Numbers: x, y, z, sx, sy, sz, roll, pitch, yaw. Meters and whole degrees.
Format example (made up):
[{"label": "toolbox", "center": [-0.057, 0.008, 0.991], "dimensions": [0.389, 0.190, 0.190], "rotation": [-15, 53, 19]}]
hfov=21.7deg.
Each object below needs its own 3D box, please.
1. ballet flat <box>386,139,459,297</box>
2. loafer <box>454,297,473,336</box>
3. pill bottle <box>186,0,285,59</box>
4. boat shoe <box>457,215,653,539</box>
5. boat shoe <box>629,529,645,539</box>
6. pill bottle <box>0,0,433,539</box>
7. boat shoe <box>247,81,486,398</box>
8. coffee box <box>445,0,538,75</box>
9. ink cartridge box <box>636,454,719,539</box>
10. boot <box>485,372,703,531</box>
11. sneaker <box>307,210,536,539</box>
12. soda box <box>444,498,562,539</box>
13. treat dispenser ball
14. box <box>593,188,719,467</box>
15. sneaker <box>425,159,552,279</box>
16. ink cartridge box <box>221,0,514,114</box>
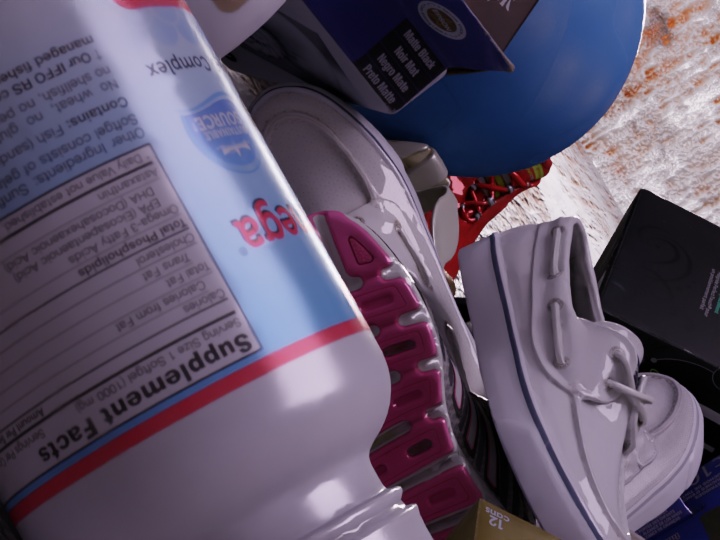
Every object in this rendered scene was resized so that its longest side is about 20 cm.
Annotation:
[{"label": "ballet flat", "center": [0.017, -0.030, 1.015], "dimensions": [0.068, 0.072, 0.200], "rotation": [54, 13, -29]}, {"label": "loafer", "center": [0.069, 0.042, 1.057], "dimensions": [0.070, 0.068, 0.201], "rotation": [44, 8, -2]}, {"label": "pill bottle", "center": [-0.116, -0.174, 0.726], "dimensions": [0.200, 0.116, 0.116], "rotation": [53, 13, -26]}, {"label": "boat shoe", "center": [0.091, 0.046, 0.804], "dimensions": [0.074, 0.065, 0.200], "rotation": [54, 16, -43]}, {"label": "boat shoe", "center": [0.114, 0.210, 0.795], "dimensions": [0.093, 0.074, 0.200], "rotation": [92, -9, -45]}, {"label": "pill bottle", "center": [-0.061, 0.013, 0.506], "dimensions": [0.200, 0.109, 0.109], "rotation": [60, 12, 5]}, {"label": "boat shoe", "center": [0.000, 0.000, 0.896], "dimensions": [0.200, 0.071, 0.070], "rotation": [65, 12, 2]}, {"label": "coffee box", "center": [0.008, -0.202, 0.911], "dimensions": [0.200, 0.114, 0.080], "rotation": [40, -15, -23]}, {"label": "ink cartridge box", "center": [0.188, 0.191, 1.011], "dimensions": [0.200, 0.136, 0.076], "rotation": [53, 9, -25]}, {"label": "boot", "center": [0.115, 0.078, 0.924], "dimensions": [0.200, 0.073, 0.096], "rotation": [-40, 134, -49]}, {"label": "sneaker", "center": [0.020, 0.065, 0.801], "dimensions": [0.200, 0.074, 0.087], "rotation": [62, 12, -7]}, {"label": "soda box", "center": [0.109, 0.167, 0.689], "dimensions": [0.200, 0.068, 0.064], "rotation": [28, 35, -9]}, {"label": "treat dispenser ball", "center": [0.065, -0.154, 1.091], "dimensions": [0.201, 0.201, 0.201], "rotation": [55, 13, -18]}, {"label": "box", "center": [0.209, 0.078, 1.087], "dimensions": [0.200, 0.149, 0.124], "rotation": [27, 42, 2]}, {"label": "sneaker", "center": [0.076, -0.063, 1.177], "dimensions": [0.077, 0.085, 0.200], "rotation": [63, 37, -35]}, {"label": "ink cartridge box", "center": [-0.051, -0.155, 0.877], "dimensions": [0.200, 0.041, 0.200], "rotation": [18, -24, 50]}]
